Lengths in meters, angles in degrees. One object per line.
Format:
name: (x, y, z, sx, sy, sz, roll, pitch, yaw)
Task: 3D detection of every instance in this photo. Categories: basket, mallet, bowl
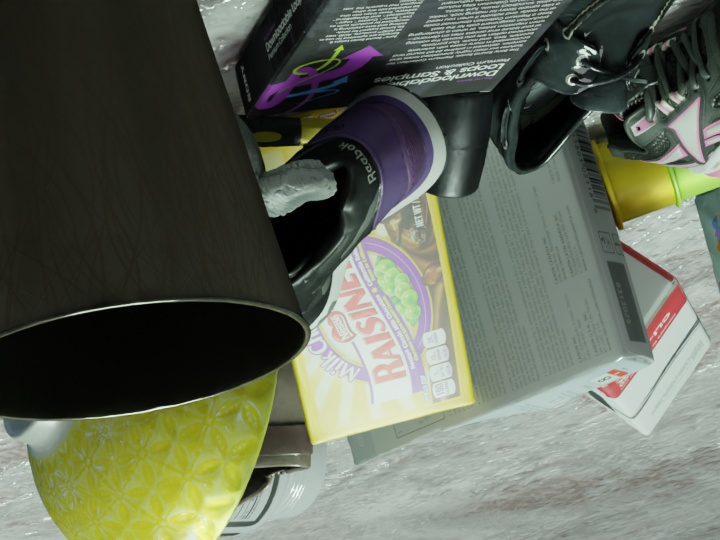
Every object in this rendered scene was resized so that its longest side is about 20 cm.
basket: (-0.114, -0.055, 0.969, 0.135, 0.201, 0.180, -21, 162, 24)
mallet: (-0.026, -0.065, 1.264, 0.198, 0.041, 0.066, -7, 120, -10)
bowl: (-0.141, 0.072, 1.360, 0.107, 0.201, 0.200, 19, 149, -26)

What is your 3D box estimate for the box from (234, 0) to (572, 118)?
box: (0.033, -0.134, 1.143, 0.142, 0.036, 0.200, -8, 161, -23)

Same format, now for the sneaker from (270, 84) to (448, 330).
sneaker: (-0.042, -0.014, 1.214, 0.087, 0.076, 0.200, -38, 170, -48)

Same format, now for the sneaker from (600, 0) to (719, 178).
sneaker: (0.184, -0.101, 1.324, 0.086, 0.081, 0.200, -2, 156, -7)

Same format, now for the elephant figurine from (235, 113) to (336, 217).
elephant figurine: (-0.134, -0.039, 1.173, 0.141, 0.155, 0.200, -39, -179, -22)

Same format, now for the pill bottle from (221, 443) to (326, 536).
pill bottle: (-0.125, 0.142, 1.769, 0.115, 0.117, 0.199, -27, 160, 35)

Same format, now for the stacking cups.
stacking cups: (0.243, -0.084, 1.460, 0.199, 0.061, 0.061, -19, 164, 6)

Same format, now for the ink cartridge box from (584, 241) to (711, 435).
ink cartridge box: (0.139, 0.021, 1.532, 0.084, 0.144, 0.200, -55, 161, -1)

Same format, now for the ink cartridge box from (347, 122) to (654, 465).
ink cartridge box: (0.067, 0.014, 1.433, 0.199, 0.163, 0.050, -25, 162, 33)

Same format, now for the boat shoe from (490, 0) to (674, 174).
boat shoe: (0.118, -0.108, 1.246, 0.074, 0.067, 0.199, -4, 160, -32)

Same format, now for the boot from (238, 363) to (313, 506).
boot: (-0.119, 0.091, 1.549, 0.199, 0.147, 0.070, -25, 163, 32)

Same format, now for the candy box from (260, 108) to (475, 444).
candy box: (0.000, 0.000, 1.341, 0.101, 0.201, 0.026, -13, -151, -2)

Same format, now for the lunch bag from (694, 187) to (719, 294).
lunch bag: (0.327, -0.017, 1.549, 0.121, 0.172, 0.200, -3, 163, -32)
